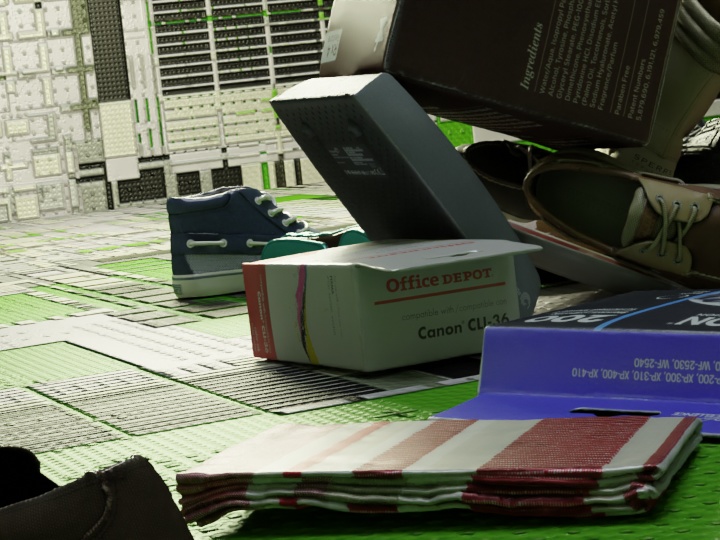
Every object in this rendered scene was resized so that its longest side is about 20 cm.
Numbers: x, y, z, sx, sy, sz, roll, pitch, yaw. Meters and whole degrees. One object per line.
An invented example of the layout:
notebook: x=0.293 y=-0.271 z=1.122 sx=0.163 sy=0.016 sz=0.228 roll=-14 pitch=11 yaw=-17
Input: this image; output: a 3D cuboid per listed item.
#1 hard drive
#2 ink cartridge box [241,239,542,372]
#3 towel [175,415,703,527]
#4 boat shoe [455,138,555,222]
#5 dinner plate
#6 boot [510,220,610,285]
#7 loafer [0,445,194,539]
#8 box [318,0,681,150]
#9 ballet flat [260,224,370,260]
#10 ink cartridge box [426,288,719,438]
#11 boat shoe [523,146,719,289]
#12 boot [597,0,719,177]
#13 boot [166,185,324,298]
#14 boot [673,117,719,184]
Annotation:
hard drive: x=0.034 y=-0.049 z=1.312 sx=0.042 sy=0.200 sz=0.135 roll=-46 pitch=22 yaw=-19
ink cartridge box: x=0.020 y=0.020 z=1.224 sx=0.115 sy=0.068 sz=0.199 roll=-9 pitch=5 yaw=-27
towel: x=0.037 y=0.082 z=0.824 sx=0.198 sy=0.023 sz=0.144 roll=-3 pitch=4 yaw=17
boat shoe: x=0.148 y=-0.066 z=1.449 sx=0.199 sy=0.067 sz=0.057 roll=18 pitch=-53 yaw=-36
dinner plate: x=0.134 y=-0.014 z=1.402 sx=0.198 sy=0.024 sz=0.200 roll=19 pitch=5 yaw=-2
boot: x=0.193 y=-0.019 z=1.549 sx=0.198 sy=0.074 sz=0.076 roll=-6 pitch=32 yaw=-16
loafer: x=-0.135 y=0.088 z=0.675 sx=0.198 sy=0.072 sz=0.073 roll=-3 pitch=6 yaw=29
box: x=0.099 y=-0.186 z=1.355 sx=0.198 sy=0.166 sz=0.166 roll=14 pitch=-1 yaw=-18
ballet flat: x=0.000 y=0.000 z=1.486 sx=0.070 sy=0.068 sz=0.199 roll=7 pitch=-1 yaw=-33
ink cartridge box: x=0.165 y=0.042 z=0.980 sx=0.197 sy=0.044 sz=0.199 roll=-1 pitch=9 yaw=41
boat shoe: x=0.198 y=-0.029 z=1.315 sx=0.198 sy=0.076 sz=0.074 roll=17 pitch=11 yaw=24
boot: x=0.216 y=-0.152 z=1.451 sx=0.072 sy=0.156 sz=0.200 roll=22 pitch=24 yaw=-16
boot: x=-0.074 y=-0.034 z=1.748 sx=0.198 sy=0.091 sz=0.073 roll=-8 pitch=6 yaw=-20
boot: x=0.281 y=-0.055 z=1.496 sx=0.068 sy=0.131 sz=0.200 roll=-45 pitch=13 yaw=1
